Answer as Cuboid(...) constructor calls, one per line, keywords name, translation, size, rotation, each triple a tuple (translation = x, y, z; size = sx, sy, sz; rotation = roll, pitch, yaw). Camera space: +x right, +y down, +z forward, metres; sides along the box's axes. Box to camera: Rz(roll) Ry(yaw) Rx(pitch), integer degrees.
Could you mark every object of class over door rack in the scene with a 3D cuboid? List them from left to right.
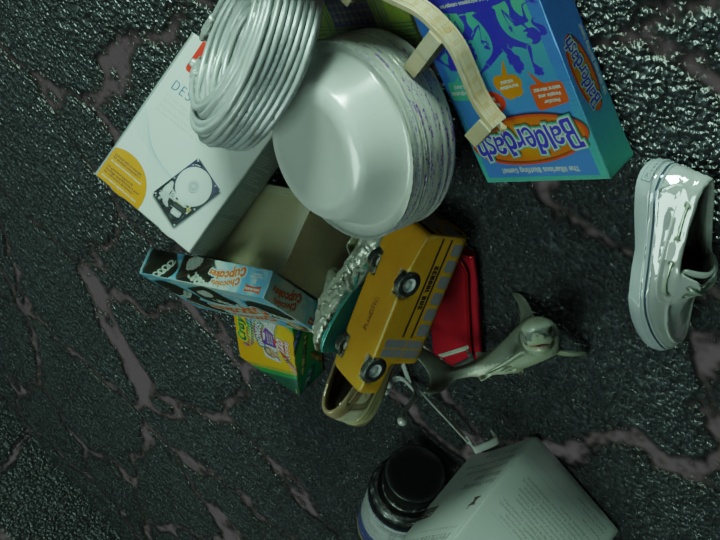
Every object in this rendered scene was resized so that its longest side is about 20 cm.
Cuboid(name="over door rack", translation=(0.071, 0.135, 1.419), size=(0.200, 0.066, 0.148), rotation=(29, 147, 48))

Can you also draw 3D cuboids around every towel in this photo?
Cuboid(name="towel", translation=(-0.021, -0.264, 1.154), size=(0.199, 0.023, 0.144), rotation=(6, 129, 47))

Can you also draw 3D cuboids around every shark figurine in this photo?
Cuboid(name="shark figurine", translation=(0.158, 0.073, 1.261), size=(0.214, 0.128, 0.090), rotation=(-28, 67, 49))

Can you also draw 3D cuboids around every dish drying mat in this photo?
Cuboid(name="dish drying mat", translation=(0.108, 0.042, 1.343), size=(0.077, 0.018, 0.201), rotation=(30, 146, 34))

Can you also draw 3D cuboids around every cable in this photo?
Cuboid(name="cable", translation=(-0.104, -0.210, 1.114), size=(0.069, 0.201, 0.200), rotation=(20, 138, -23))

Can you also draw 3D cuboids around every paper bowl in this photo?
Cuboid(name="paper bowl", translation=(-0.009, -0.129, 1.124), size=(0.200, 0.104, 0.202), rotation=(28, 129, 40))

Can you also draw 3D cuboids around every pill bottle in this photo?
Cuboid(name="pill bottle", translation=(0.061, 0.333, 1.640), size=(0.112, 0.112, 0.200), rotation=(37, 147, 15))

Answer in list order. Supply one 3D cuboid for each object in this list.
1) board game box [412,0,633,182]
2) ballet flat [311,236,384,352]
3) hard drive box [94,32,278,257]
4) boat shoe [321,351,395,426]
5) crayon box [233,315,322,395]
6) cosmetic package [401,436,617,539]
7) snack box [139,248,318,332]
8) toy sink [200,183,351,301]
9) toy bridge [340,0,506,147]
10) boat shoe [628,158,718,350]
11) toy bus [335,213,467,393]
Cuboid(name="board game box", translation=(0.143, -0.175, 1.031), size=(0.152, 0.045, 0.201), rotation=(2, 128, 50))
Cuboid(name="ballet flat", translation=(0.000, 0.000, 1.303), size=(0.072, 0.201, 0.072), rotation=(34, -172, -5))
Cuboid(name="hard drive box", translation=(-0.181, -0.142, 1.317), size=(0.156, 0.200, 0.077), rotation=(37, -174, 15))
Cuboid(name="boat shoe", translation=(0.013, 0.083, 1.346), size=(0.071, 0.201, 0.064), rotation=(13, 171, 39))
Cuboid(name="crayon box", translation=(-0.119, 0.072, 1.617), size=(0.118, 0.058, 0.201), rotation=(30, 145, 26))
Cuboid(name="cosmetic package", translation=(0.174, 0.343, 1.427), size=(0.165, 0.200, 0.165), rotation=(49, 148, -3))
Cuboid(name="snack box", translation=(-0.149, 0.024, 1.342), size=(0.199, 0.037, 0.116), rotation=(10, 163, 37))
Cuboid(name="toy sink", translation=(-0.105, -0.030, 1.386), size=(0.199, 0.113, 0.130), rotation=(15, 166, 41))
Cuboid(name="toy bridge", translation=(0.063, -0.200, 1.032), size=(0.200, 0.027, 0.067), rotation=(47, 149, 2))
Cuboid(name="boat shoe", translation=(0.284, -0.002, 1.023), size=(0.067, 0.073, 0.201), rotation=(21, 140, 40))
Cuboid(name="toy bus", translation=(0.041, 0.036, 1.263), size=(0.065, 0.078, 0.201), rotation=(42, 119, 45))
